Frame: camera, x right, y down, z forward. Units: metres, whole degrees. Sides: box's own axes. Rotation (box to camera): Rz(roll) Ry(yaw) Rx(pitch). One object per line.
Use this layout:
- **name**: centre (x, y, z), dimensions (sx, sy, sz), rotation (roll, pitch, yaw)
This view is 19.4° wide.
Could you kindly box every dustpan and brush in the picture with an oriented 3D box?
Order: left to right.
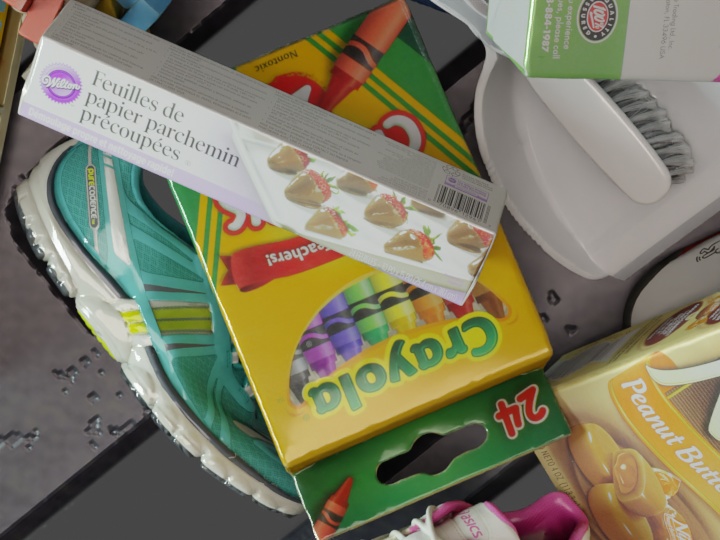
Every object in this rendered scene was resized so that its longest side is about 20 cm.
- **dustpan and brush**: centre (0.083, -0.085, 0.897), dimensions (0.200, 0.057, 0.139), rotation (46, 125, -8)

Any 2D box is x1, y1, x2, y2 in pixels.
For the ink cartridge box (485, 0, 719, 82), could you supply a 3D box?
- **ink cartridge box**: centre (0.156, -0.136, 0.817), dimensions (0.198, 0.067, 0.118), rotation (1, 109, -12)

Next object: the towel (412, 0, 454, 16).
- **towel**: centre (0.059, -0.210, 0.896), dimensions (0.111, 0.049, 0.201), rotation (17, 104, -25)

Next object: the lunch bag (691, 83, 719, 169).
- **lunch bag**: centre (0.200, -0.140, 0.904), dimensions (0.198, 0.094, 0.152), rotation (-19, 99, 18)

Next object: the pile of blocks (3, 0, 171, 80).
- **pile of blocks**: centre (-0.121, -0.137, 0.862), dimensions (0.081, 0.062, 0.201), rotation (6, 135, 26)

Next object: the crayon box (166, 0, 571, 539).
- **crayon box**: centre (0.000, 0.000, 0.905), dimensions (0.126, 0.051, 0.201), rotation (-23, 82, -3)

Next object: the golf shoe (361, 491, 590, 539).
- **golf shoe**: centre (0.016, 0.135, 0.910), dimensions (0.199, 0.075, 0.092), rotation (-1, 127, -35)

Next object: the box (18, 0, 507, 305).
- **box**: centre (-0.038, -0.048, 0.852), dimensions (0.198, 0.042, 0.039), rotation (23, 122, -2)

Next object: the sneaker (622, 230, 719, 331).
- **sneaker**: centre (0.214, 0.012, 0.910), dimensions (0.199, 0.108, 0.068), rotation (-10, 98, 6)

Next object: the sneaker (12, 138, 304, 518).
- **sneaker**: centre (-0.076, 0.024, 0.951), dimensions (0.079, 0.078, 0.201), rotation (-35, 95, -1)

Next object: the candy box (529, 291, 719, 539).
- **candy box**: centre (0.169, 0.069, 0.894), dimensions (0.199, 0.055, 0.116), rotation (-26, 99, 47)

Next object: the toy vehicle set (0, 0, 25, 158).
- **toy vehicle set**: centre (-0.211, -0.045, 0.922), dimensions (0.026, 0.124, 0.202), rotation (19, 102, 31)
